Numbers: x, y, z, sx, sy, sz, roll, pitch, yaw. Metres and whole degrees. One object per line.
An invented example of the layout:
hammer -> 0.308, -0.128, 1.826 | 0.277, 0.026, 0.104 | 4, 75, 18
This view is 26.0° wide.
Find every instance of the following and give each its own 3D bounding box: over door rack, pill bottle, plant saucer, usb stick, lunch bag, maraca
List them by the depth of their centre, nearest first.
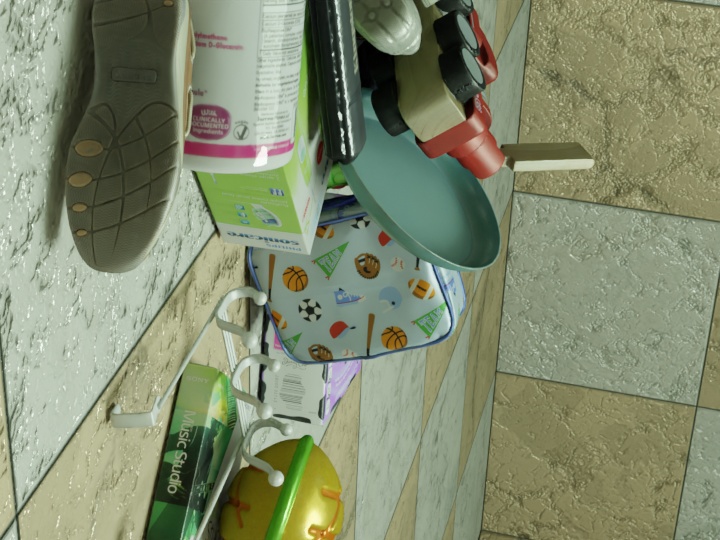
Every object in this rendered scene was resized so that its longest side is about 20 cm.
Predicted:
pill bottle -> -0.096, -0.179, 1.108 | 0.113, 0.112, 0.202 | -48, 145, -69
usb stick -> -0.020, -0.182, 1.251 | 0.056, 0.032, 0.202 | -58, 148, -53
over door rack -> -0.113, 0.125, 1.260 | 0.200, 0.066, 0.149 | -50, 138, -51
plant saucer -> 0.045, -0.076, 1.389 | 0.027, 0.200, 0.200 | -40, -170, 28
maraca -> -0.076, 0.239, 1.389 | 0.137, 0.106, 0.201 | -60, 169, -67
lunch bag -> 0.000, 0.000, 1.471 | 0.076, 0.198, 0.161 | -55, 129, -62

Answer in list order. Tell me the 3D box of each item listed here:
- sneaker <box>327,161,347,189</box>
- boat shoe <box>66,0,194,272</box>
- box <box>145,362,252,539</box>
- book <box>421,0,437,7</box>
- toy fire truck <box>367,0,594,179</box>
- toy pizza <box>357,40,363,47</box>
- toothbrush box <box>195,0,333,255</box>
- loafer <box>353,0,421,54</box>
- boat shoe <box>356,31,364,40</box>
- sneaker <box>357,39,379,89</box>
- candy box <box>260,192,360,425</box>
sneaker -> -0.037, -0.125, 1.494 | 0.200, 0.076, 0.085 | -135, -145, -71
boat shoe -> -0.142, -0.098, 1.020 | 0.072, 0.075, 0.202 | 13, 88, -83
box -> -0.142, 0.193, 1.367 | 0.144, 0.036, 0.202 | 58, 41, -73
book -> 0.014, -0.335, 1.369 | 0.201, 0.048, 0.134 | 57, 4, -18
toy fire truck -> 0.112, -0.160, 1.454 | 0.200, 0.128, 0.177 | 47, 26, -37
toy pizza -> 0.040, -0.174, 1.669 | 0.032, 0.200, 0.202 | -19, 130, -26
toothbrush box -> -0.078, -0.126, 1.312 | 0.200, 0.085, 0.147 | 79, 22, -63
loafer -> -0.011, -0.267, 1.358 | 0.201, 0.070, 0.070 | 60, 9, 20
boat shoe -> -0.026, -0.266, 1.481 | 0.200, 0.075, 0.072 | 50, 38, -62
sneaker -> 0.016, -0.176, 1.586 | 0.074, 0.082, 0.200 | -68, -169, -16
candy box -> -0.044, 0.035, 1.637 | 0.168, 0.071, 0.202 | -51, 148, -68
